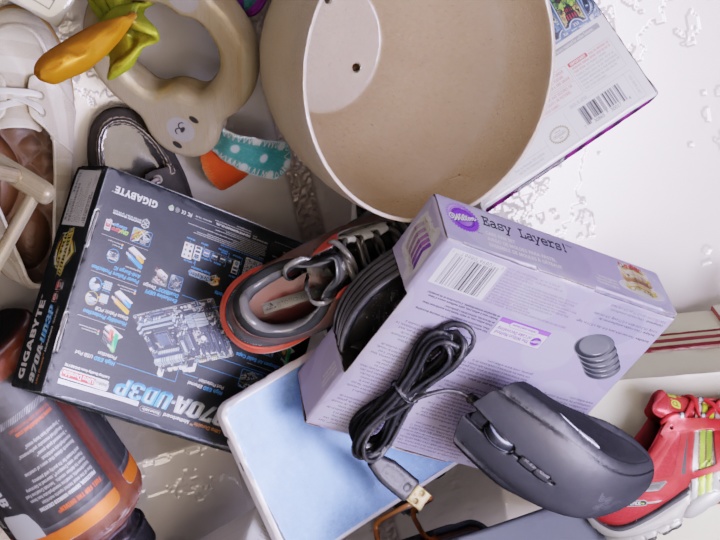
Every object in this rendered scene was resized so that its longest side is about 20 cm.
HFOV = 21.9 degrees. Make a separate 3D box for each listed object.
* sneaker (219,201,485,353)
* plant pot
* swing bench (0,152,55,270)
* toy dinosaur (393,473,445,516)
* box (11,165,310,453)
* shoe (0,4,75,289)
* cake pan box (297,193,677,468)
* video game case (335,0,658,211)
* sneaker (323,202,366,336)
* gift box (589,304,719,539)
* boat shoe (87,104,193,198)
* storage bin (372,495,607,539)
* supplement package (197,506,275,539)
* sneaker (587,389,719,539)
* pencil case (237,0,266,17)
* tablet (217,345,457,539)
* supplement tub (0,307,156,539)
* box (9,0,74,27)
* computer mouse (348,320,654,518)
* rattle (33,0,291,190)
[{"bbox_3d":[0.000,0.000,1.258,0.199,0.082,0.077,-29,88,-5],"label":"sneaker"},{"bbox_3d":[0.011,-0.143,1.232,0.200,0.134,0.201,-10,108,-32],"label":"plant pot"},{"bbox_3d":[-0.345,-0.025,1.220,0.199,0.200,0.130,-59,154,7],"label":"swing bench"},{"bbox_3d":[0.047,0.112,1.383,0.102,0.077,0.201,-34,146,-38],"label":"toy dinosaur"},{"bbox_3d":[-0.125,0.033,1.291,0.199,0.046,0.160,21,81,-35],"label":"box"},{"bbox_3d":[-0.230,-0.083,1.289,0.070,0.053,0.201,-5,107,-12],"label":"shoe"},{"bbox_3d":[0.079,0.051,1.250,0.199,0.052,0.184,17,126,-27],"label":"cake pan box"},{"bbox_3d":[0.080,-0.143,1.331,0.200,0.036,0.182,-34,85,-4],"label":"video game case"},{"bbox_3d":[0.021,-0.028,1.372,0.074,0.079,0.201,20,83,1],"label":"sneaker"},{"bbox_3d":[0.249,0.116,1.414,0.186,0.200,0.185,-4,110,1],"label":"gift box"},{"bbox_3d":[-0.143,-0.021,1.329,0.067,0.057,0.201,-19,109,-10],"label":"boat shoe"},{"bbox_3d":[0.083,0.220,1.302,0.200,0.134,0.146,-9,72,-49],"label":"storage bin"},{"bbox_3d":[-0.089,0.285,1.347,0.156,0.111,0.200,37,133,-21],"label":"supplement package"},{"bbox_3d":[0.236,0.113,1.279,0.200,0.077,0.085,-33,98,6],"label":"sneaker"},{"bbox_3d":[-0.036,-0.259,1.278,0.200,0.085,0.093,-39,85,-2],"label":"pencil case"},{"bbox_3d":[0.004,0.105,1.307,0.200,0.014,0.131,-30,106,-25],"label":"tablet"},{"bbox_3d":[-0.226,0.133,1.323,0.107,0.107,0.200,-33,110,-5],"label":"supplement tub"},{"bbox_3d":[-0.207,-0.281,1.212,0.128,0.109,0.200,30,95,-21],"label":"box"},{"bbox_3d":[0.089,0.132,1.234,0.200,0.046,0.140,34,121,-19],"label":"computer mouse"},{"bbox_3d":[-0.126,-0.099,1.249,0.130,0.143,0.201,-8,126,8],"label":"rattle"}]
